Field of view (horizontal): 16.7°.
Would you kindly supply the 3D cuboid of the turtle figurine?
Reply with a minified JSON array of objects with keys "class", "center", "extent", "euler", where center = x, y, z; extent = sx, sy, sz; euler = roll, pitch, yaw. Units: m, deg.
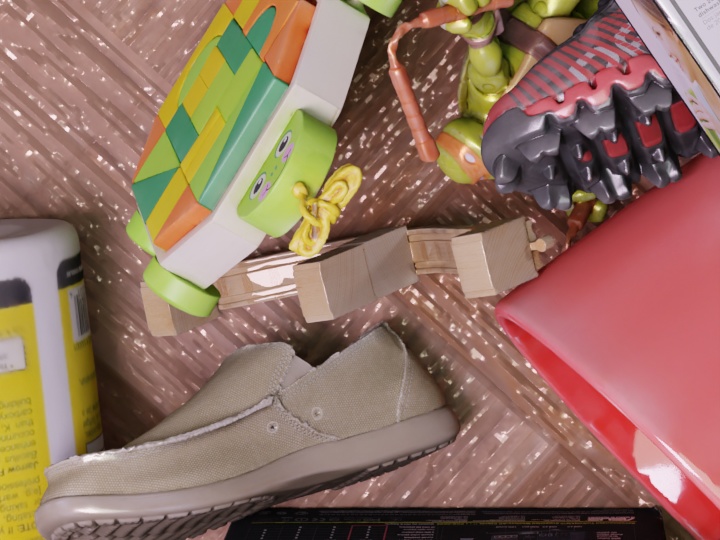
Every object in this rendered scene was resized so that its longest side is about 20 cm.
[{"class":"turtle figurine","center":[0.081,-0.088,1.023],"extent":[0.064,0.200,0.161],"euler":[31,79,41]}]

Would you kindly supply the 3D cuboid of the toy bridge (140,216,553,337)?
[{"class":"toy bridge","center":[0.000,0.000,1.032],"extent":[0.199,0.067,0.027],"euler":[-8,99,40]}]

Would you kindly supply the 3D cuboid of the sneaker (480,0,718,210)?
[{"class":"sneaker","center":[0.128,-0.099,0.960],"extent":[0.200,0.071,0.098],"euler":[-29,61,-2]}]

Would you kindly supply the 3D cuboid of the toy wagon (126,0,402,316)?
[{"class":"toy wagon","center":[-0.040,-0.058,0.987],"extent":[0.039,0.200,0.155],"euler":[29,100,-18]}]

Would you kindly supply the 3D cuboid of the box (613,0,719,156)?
[{"class":"box","center":[0.174,-0.085,0.883],"extent":[0.116,0.060,0.200],"euler":[-35,88,-4]}]

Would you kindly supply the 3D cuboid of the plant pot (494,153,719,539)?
[{"class":"plant pot","center":[0.183,0.025,0.994],"extent":[0.177,0.200,0.200],"euler":[-43,93,-3]}]

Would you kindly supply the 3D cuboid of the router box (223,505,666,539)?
[{"class":"router box","center":[0.035,0.148,1.034],"extent":[0.199,0.150,0.062],"euler":[-1,99,5]}]

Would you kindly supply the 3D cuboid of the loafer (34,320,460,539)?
[{"class":"loafer","center":[-0.053,0.069,1.043],"extent":[0.199,0.076,0.069],"euler":[-12,76,-34]}]

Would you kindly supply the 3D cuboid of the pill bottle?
[{"class":"pill bottle","center":[-0.167,0.084,1.059],"extent":[0.114,0.114,0.201],"euler":[-5,97,5]}]
